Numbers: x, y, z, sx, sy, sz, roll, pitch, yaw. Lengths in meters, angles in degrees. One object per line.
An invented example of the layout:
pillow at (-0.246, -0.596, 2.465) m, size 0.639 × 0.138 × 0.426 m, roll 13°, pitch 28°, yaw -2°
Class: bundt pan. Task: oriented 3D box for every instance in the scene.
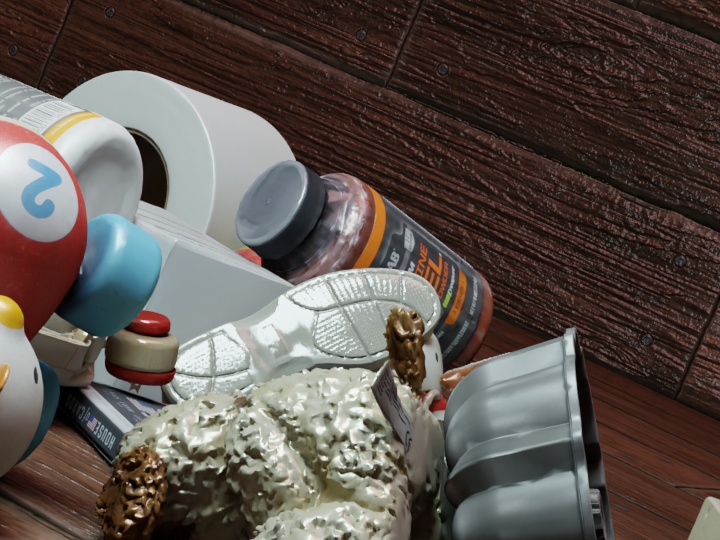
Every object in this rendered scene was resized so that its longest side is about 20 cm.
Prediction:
bundt pan at (0.089, 0.134, 1.142) m, size 0.075 × 0.203 × 0.202 m, roll -9°, pitch 0°, yaw 8°

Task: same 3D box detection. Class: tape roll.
tape roll at (-0.164, -0.053, 1.839) m, size 0.202 × 0.204 × 0.139 m, roll 26°, pitch 6°, yaw 31°

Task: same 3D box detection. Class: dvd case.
dvd case at (-0.080, 0.120, 1.378) m, size 0.199 × 0.025 × 0.150 m, roll 21°, pitch 4°, yaw -29°

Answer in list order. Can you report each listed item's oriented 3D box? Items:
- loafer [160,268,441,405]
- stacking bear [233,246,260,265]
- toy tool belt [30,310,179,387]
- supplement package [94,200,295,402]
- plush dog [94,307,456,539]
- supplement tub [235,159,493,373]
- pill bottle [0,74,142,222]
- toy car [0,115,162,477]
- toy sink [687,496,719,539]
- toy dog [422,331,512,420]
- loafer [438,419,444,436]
loafer at (-0.043, 0.054, 1.498) m, size 0.063 × 0.199 × 0.072 m, roll 107°, pitch -39°, yaw -64°
stacking bear at (-0.082, 0.027, 1.734) m, size 0.113 × 0.122 × 0.199 m, roll 31°, pitch 10°, yaw 36°
toy tool belt at (-0.190, 0.004, 1.357) m, size 0.199 × 0.124 × 0.125 m, roll 5°, pitch 12°, yaw -35°
supplement package at (-0.159, 0.018, 1.578) m, size 0.117 × 0.118 × 0.200 m, roll 22°, pitch 5°, yaw -39°
plush dog at (-0.047, 0.103, 1.142) m, size 0.171 × 0.162 × 0.200 m, roll -4°, pitch -6°, yaw 18°
supplement tub at (0.000, 0.000, 1.629) m, size 0.200 × 0.107 × 0.107 m, roll 36°, pitch -4°, yaw -35°
pill bottle at (-0.254, -0.075, 1.498) m, size 0.199 × 0.117 × 0.116 m, roll 22°, pitch 4°, yaw 28°
toy car at (-0.191, 0.032, 1.059) m, size 0.184 × 0.177 × 0.200 m, roll 34°, pitch 11°, yaw -31°
toy sink at (0.298, 0.232, 1.393) m, size 0.199 × 0.113 × 0.130 m, roll 23°, pitch 5°, yaw -1°
toy dog at (0.068, 0.097, 1.515) m, size 0.131 × 0.097 × 0.200 m, roll -19°, pitch 51°, yaw -41°
loafer at (0.042, 0.127, 1.430) m, size 0.200 × 0.071 × 0.073 m, roll 37°, pitch -7°, yaw 32°
